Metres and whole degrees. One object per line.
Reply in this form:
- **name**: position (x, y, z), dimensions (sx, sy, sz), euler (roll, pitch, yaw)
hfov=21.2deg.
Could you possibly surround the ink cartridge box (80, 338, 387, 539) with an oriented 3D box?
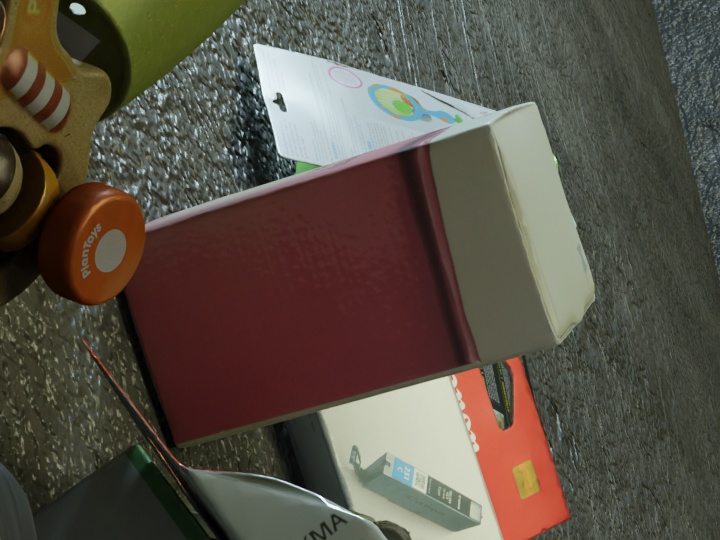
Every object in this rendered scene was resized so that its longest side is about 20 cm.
- **ink cartridge box**: position (-0.013, 0.115, 0.711), dimensions (0.200, 0.057, 0.163), euler (54, -9, 28)

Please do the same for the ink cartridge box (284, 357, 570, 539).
- **ink cartridge box**: position (0.042, 0.082, 1.105), dimensions (0.176, 0.045, 0.201), euler (-21, 94, -34)

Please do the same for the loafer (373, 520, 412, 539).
- **loafer**: position (0.035, 0.194, 0.841), dimensions (0.072, 0.063, 0.201), euler (18, 45, -35)

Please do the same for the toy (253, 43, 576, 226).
- **toy**: position (0.027, -0.069, 1.188), dimensions (0.199, 0.047, 0.115), euler (10, 37, -21)

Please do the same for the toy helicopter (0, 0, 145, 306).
- **toy helicopter**: position (-0.137, -0.080, 0.704), dimensions (0.132, 0.079, 0.201), euler (-7, 113, -56)

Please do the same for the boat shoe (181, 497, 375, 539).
- **boat shoe**: position (-0.045, 0.142, 0.915), dimensions (0.200, 0.072, 0.068), euler (14, 78, -72)

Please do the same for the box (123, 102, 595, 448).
- **box**: position (0.000, 0.000, 0.944), dimensions (0.128, 0.199, 0.109), euler (-32, 105, -73)

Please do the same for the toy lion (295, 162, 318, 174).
- **toy lion**: position (0.007, 0.002, 1.212), dimensions (0.192, 0.068, 0.201), euler (4, 66, -62)

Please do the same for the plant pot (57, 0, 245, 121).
- **plant pot**: position (-0.112, -0.163, 0.843), dimensions (0.187, 0.186, 0.200), euler (59, 37, -38)

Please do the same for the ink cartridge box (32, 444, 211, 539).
- **ink cartridge box**: position (-0.047, 0.185, 0.719), dimensions (0.145, 0.087, 0.200), euler (40, -19, 54)

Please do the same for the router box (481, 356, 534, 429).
- **router box**: position (0.078, 0.075, 1.368), dimensions (0.149, 0.051, 0.201), euler (36, 40, -60)

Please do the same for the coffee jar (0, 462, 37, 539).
- **coffee jar**: position (-0.169, 0.082, 0.502), dimensions (0.200, 0.104, 0.086), euler (24, 53, -67)
